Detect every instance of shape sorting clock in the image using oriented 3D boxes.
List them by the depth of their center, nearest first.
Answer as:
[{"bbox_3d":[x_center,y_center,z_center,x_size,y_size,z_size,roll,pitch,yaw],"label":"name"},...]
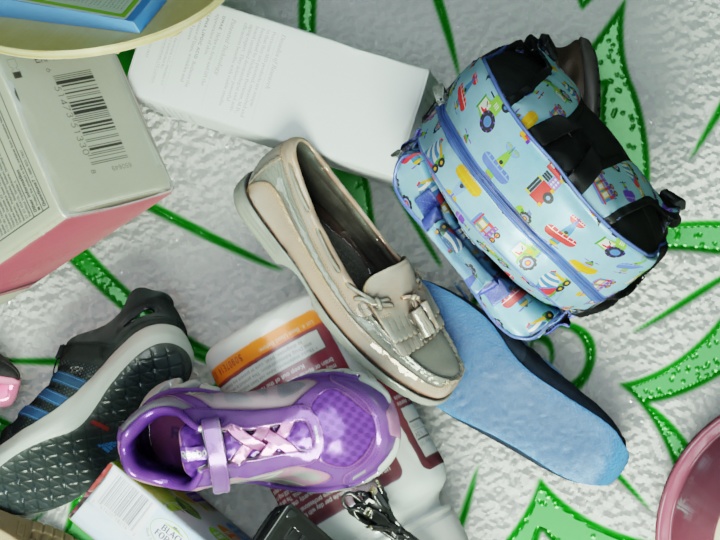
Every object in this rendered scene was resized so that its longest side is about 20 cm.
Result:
[{"bbox_3d":[-0.176,-0.190,1.638,0.198,0.201,0.039,3,128,7],"label":"shape sorting clock"}]

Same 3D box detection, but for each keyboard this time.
[{"bbox_3d":[0.011,0.219,1.616,0.200,0.021,0.127,44,68,-21],"label":"keyboard"}]

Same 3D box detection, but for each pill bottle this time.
[{"bbox_3d":[-0.012,0.120,1.701,0.114,0.114,0.201,-28,84,4],"label":"pill bottle"}]

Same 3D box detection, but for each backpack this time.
[{"bbox_3d":[0.106,-0.047,1.587,0.134,0.200,0.183,-39,89,12],"label":"backpack"}]

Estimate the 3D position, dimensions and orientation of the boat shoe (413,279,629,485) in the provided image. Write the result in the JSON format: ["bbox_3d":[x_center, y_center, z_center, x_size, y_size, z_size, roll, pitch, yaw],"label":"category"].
[{"bbox_3d":[0.092,0.082,1.716,0.200,0.069,0.084,43,97,5],"label":"boat shoe"}]

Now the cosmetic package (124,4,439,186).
[{"bbox_3d":[-0.050,-0.122,1.720,0.198,0.113,0.082,16,89,6],"label":"cosmetic package"}]

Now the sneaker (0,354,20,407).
[{"bbox_3d":[-0.303,0.113,1.711,0.095,0.079,0.200,33,52,6],"label":"sneaker"}]

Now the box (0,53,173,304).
[{"bbox_3d":[-0.242,-0.061,1.693,0.199,0.109,0.129,-30,82,40],"label":"box"}]

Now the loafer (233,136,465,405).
[{"bbox_3d":[0.000,0.000,1.652,0.200,0.072,0.063,47,125,4],"label":"loafer"}]

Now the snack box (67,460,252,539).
[{"bbox_3d":[-0.092,0.206,1.691,0.200,0.142,0.053,39,93,7],"label":"snack box"}]

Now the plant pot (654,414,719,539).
[{"bbox_3d":[0.288,0.179,1.631,0.198,0.179,0.202,0,88,7],"label":"plant pot"}]

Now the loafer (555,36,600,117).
[{"bbox_3d":[0.119,-0.063,1.715,0.070,0.073,0.202,11,88,6],"label":"loafer"}]

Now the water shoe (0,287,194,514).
[{"bbox_3d":[-0.192,0.094,1.754,0.200,0.071,0.079,-38,39,19],"label":"water shoe"}]

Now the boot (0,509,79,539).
[{"bbox_3d":[-0.265,0.252,1.758,0.199,0.072,0.167,29,107,-4],"label":"boot"}]

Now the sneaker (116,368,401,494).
[{"bbox_3d":[-0.073,0.109,1.617,0.199,0.088,0.081,-4,94,25],"label":"sneaker"}]
